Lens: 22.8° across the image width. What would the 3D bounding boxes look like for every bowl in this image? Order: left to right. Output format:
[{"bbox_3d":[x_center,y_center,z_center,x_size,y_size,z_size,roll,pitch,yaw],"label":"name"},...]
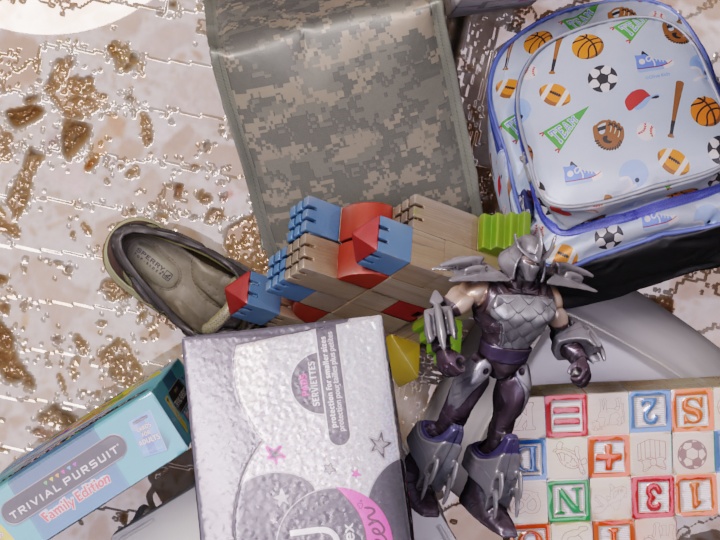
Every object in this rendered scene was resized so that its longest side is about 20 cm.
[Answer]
[{"bbox_3d":[0.159,0.108,1.283,0.199,0.075,0.201,31,94,-2],"label":"bowl"}]

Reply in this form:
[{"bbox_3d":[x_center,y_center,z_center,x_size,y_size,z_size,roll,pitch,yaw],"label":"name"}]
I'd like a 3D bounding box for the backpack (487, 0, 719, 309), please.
[{"bbox_3d":[0.169,-0.090,1.224,0.198,0.154,0.192,-14,59,-5],"label":"backpack"}]

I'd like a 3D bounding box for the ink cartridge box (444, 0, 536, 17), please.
[{"bbox_3d":[0.087,-0.238,1.198,0.067,0.200,0.118,-8,93,-1],"label":"ink cartridge box"}]

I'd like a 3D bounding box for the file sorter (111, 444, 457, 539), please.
[{"bbox_3d":[-0.049,0.182,1.257,0.199,0.125,0.139,-31,94,1],"label":"file sorter"}]

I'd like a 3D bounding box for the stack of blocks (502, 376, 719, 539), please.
[{"bbox_3d":[0.195,0.135,1.218,0.198,0.059,0.116,-3,94,0],"label":"stack of blocks"}]

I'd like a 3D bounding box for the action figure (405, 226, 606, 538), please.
[{"bbox_3d":[0.088,0.065,1.138,0.129,0.069,0.201,9,111,-18],"label":"action figure"}]

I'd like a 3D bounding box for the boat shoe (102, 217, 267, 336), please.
[{"bbox_3d":[-0.097,0.030,1.276,0.199,0.065,0.074,28,89,-5],"label":"boat shoe"}]

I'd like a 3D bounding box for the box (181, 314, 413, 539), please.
[{"bbox_3d":[-0.034,0.142,1.107,0.131,0.115,0.202,-7,72,-2],"label":"box"}]

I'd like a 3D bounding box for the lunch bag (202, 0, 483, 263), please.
[{"bbox_3d":[-0.008,-0.099,1.243,0.163,0.118,0.201,-13,119,0],"label":"lunch bag"}]

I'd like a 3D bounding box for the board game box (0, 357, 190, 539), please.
[{"bbox_3d":[-0.183,0.127,1.214,0.150,0.200,0.047,-33,93,1],"label":"board game box"}]

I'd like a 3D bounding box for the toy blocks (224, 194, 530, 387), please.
[{"bbox_3d":[0.000,0.000,1.192,0.136,0.200,0.101,19,61,-27],"label":"toy blocks"}]
